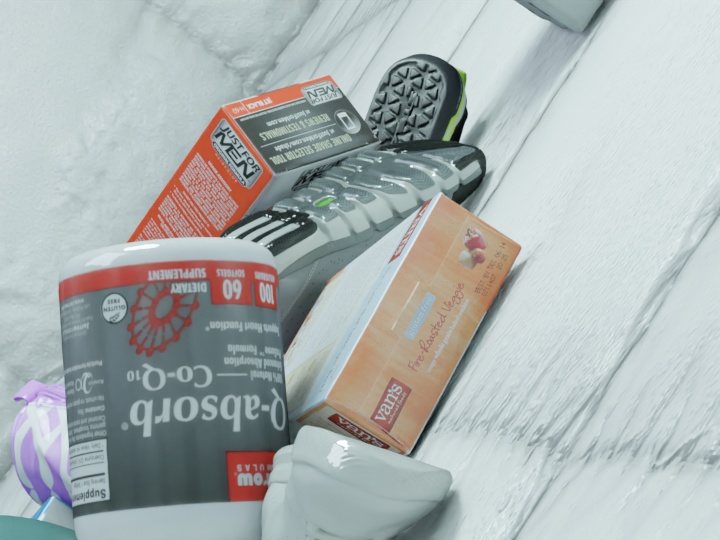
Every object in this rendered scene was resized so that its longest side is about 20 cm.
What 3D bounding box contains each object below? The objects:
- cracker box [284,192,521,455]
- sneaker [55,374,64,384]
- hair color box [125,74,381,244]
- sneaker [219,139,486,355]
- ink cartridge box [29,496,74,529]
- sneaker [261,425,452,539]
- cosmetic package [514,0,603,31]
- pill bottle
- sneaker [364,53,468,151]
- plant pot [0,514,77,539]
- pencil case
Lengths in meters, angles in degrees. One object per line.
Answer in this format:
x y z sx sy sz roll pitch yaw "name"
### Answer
0.003 0.050 1.474 0.134 0.058 0.200 -60 8 -21 "cracker box"
-0.253 0.102 2.721 0.200 0.075 0.115 -50 8 3 "sneaker"
-0.082 -0.032 1.723 0.101 0.061 0.200 -20 -23 -45 "hair color box"
0.000 0.000 1.646 0.200 0.116 0.075 -26 28 -32 "sneaker"
-0.196 0.230 1.707 0.200 0.116 0.067 -44 14 53 "ink cartridge box"
-0.011 0.126 1.269 0.200 0.075 0.089 133 157 -77 "sneaker"
0.119 -0.279 1.714 0.200 0.165 0.165 -55 7 4 "cosmetic package"
-0.093 0.090 1.398 0.116 0.116 0.200 149 117 -71 "pill bottle"
0.023 -0.048 1.801 0.200 0.072 0.083 -60 -24 -6 "sneaker"
-0.189 0.231 1.511 0.201 0.161 0.201 -55 8 11 "plant pot"
-0.121 0.103 1.624 0.200 0.086 0.084 -8 29 38 "pencil case"
